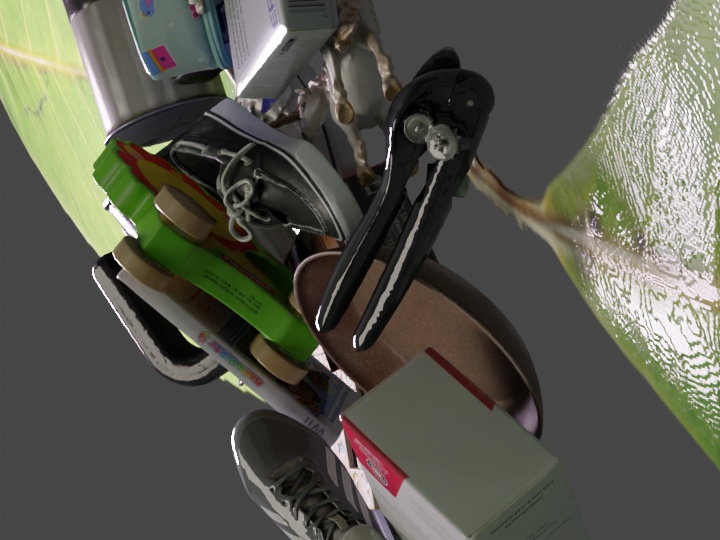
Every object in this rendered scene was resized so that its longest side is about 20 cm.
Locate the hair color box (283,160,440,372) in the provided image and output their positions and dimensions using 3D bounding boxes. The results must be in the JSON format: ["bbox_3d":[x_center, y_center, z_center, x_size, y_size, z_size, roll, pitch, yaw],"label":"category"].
[{"bbox_3d":[0.000,0.000,1.692,0.102,0.061,0.200,65,164,11],"label":"hair color box"}]

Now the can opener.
[{"bbox_3d":[0.029,-0.039,1.407,0.079,0.063,0.201,-41,-27,-71],"label":"can opener"}]

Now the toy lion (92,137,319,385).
[{"bbox_3d":[-0.113,-0.020,1.692,0.200,0.069,0.192,36,-170,-18],"label":"toy lion"}]

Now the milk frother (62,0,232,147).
[{"bbox_3d":[-0.215,-0.206,1.857,0.189,0.199,0.180,70,156,9],"label":"milk frother"}]

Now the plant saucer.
[{"bbox_3d":[0.046,0.047,1.527,0.200,0.037,0.201,29,152,17],"label":"plant saucer"}]

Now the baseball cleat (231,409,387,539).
[{"bbox_3d":[-0.017,0.173,1.585,0.200,0.070,0.106,50,166,6],"label":"baseball cleat"}]

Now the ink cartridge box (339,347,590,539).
[{"bbox_3d":[0.082,0.170,1.508,0.145,0.083,0.201,40,162,40],"label":"ink cartridge box"}]

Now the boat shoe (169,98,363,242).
[{"bbox_3d":[-0.070,-0.061,1.580,0.199,0.068,0.074,38,157,45],"label":"boat shoe"}]

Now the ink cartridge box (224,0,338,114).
[{"bbox_3d":[-0.070,-0.224,1.527,0.200,0.040,0.201,139,125,-70],"label":"ink cartridge box"}]

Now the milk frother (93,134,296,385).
[{"bbox_3d":[-0.102,-0.020,1.894,0.189,0.200,0.180,53,136,0],"label":"milk frother"}]

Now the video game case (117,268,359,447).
[{"bbox_3d":[-0.089,0.052,1.709,0.200,0.018,0.143,40,-169,-1],"label":"video game case"}]

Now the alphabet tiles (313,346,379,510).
[{"bbox_3d":[-0.023,0.122,1.974,0.200,0.007,0.169,164,96,-75],"label":"alphabet tiles"}]

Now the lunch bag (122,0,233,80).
[{"bbox_3d":[-0.128,-0.241,1.639,0.200,0.076,0.161,-86,-12,-59],"label":"lunch bag"}]

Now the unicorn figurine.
[{"bbox_3d":[-0.008,-0.124,1.546,0.201,0.073,0.138,103,154,-45],"label":"unicorn figurine"}]

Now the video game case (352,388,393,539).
[{"bbox_3d":[0.026,0.165,1.920,0.144,0.019,0.200,67,166,3],"label":"video game case"}]

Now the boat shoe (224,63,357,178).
[{"bbox_3d":[-0.065,-0.131,1.720,0.201,0.065,0.072,62,164,21],"label":"boat shoe"}]
